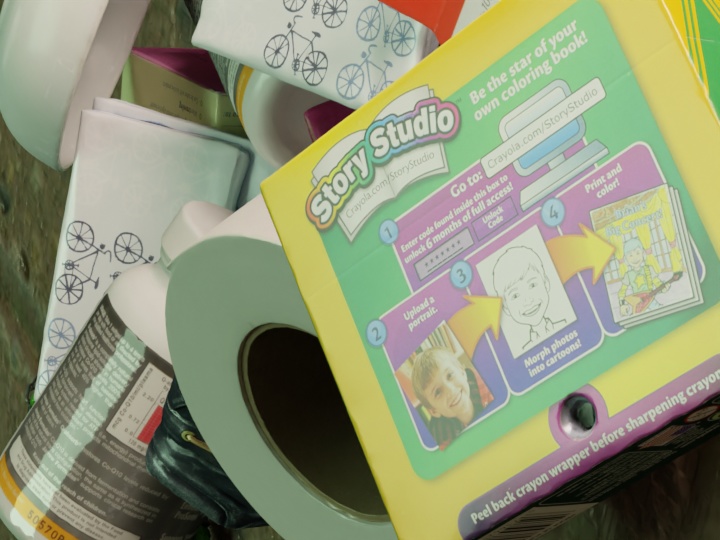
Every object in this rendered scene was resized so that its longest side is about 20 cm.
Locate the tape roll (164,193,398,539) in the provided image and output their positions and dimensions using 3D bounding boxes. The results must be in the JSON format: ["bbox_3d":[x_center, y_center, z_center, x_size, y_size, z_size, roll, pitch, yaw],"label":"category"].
[{"bbox_3d":[0.027,0.035,1.089,0.202,0.139,0.203,31,141,29],"label":"tape roll"}]

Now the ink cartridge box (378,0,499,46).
[{"bbox_3d":[0.076,-0.144,1.047,0.057,0.199,0.163,-53,-14,-51],"label":"ink cartridge box"}]

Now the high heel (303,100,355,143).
[{"bbox_3d":[0.000,0.000,1.297,0.067,0.095,0.201,-129,45,-53],"label":"high heel"}]

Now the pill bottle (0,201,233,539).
[{"bbox_3d":[-0.110,0.070,1.312,0.200,0.116,0.116,-56,36,15],"label":"pill bottle"}]

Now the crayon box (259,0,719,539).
[{"bbox_3d":[0.072,-0.007,0.889,0.200,0.058,0.173,-35,68,34],"label":"crayon box"}]

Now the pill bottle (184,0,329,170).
[{"bbox_3d":[-0.038,-0.154,1.351,0.200,0.116,0.117,-116,35,-42],"label":"pill bottle"}]

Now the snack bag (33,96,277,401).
[{"bbox_3d":[-0.084,0.013,1.375,0.021,0.199,0.190,-36,-40,-73],"label":"snack bag"}]

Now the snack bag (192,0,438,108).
[{"bbox_3d":[-0.007,-0.189,1.191,0.188,0.021,0.201,27,105,47],"label":"snack bag"}]

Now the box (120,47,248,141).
[{"bbox_3d":[-0.083,-0.027,1.480,0.176,0.096,0.201,-151,64,-62],"label":"box"}]

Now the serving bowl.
[{"bbox_3d":[-0.169,-0.163,1.404,0.200,0.066,0.201,-157,90,-90],"label":"serving bowl"}]

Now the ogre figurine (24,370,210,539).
[{"bbox_3d":[-0.153,0.109,1.595,0.098,0.200,0.120,-38,34,33],"label":"ogre figurine"}]

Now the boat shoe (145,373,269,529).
[{"bbox_3d":[-0.010,0.102,1.223,0.071,0.199,0.091,-68,4,-55],"label":"boat shoe"}]
